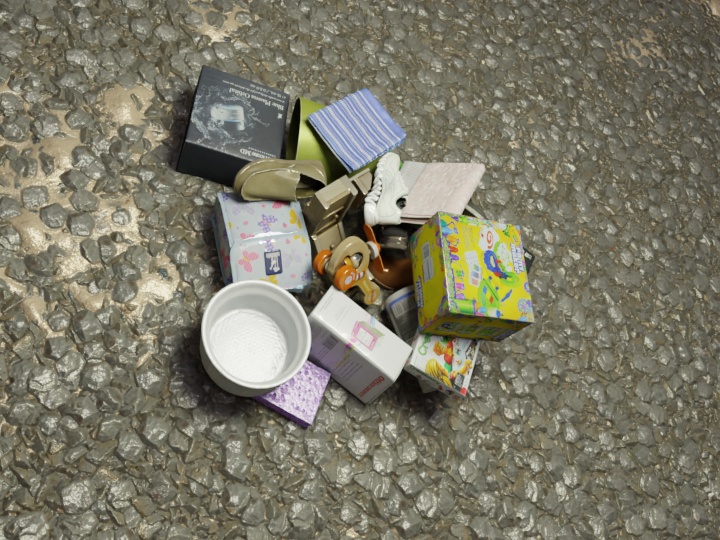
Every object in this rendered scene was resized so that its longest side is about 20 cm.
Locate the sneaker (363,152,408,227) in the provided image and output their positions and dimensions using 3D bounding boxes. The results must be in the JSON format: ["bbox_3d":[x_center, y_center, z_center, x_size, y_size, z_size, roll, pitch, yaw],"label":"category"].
[{"bbox_3d":[0.062,-0.160,1.486,0.079,0.076,0.202,4,48,13],"label":"sneaker"}]

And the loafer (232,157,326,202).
[{"bbox_3d":[-0.147,-0.171,1.422,0.197,0.077,0.068,-14,44,-28],"label":"loafer"}]

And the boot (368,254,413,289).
[{"bbox_3d":[0.120,-0.009,1.552,0.197,0.155,0.078,26,57,-10],"label":"boot"}]

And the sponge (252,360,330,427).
[{"bbox_3d":[-0.160,0.199,1.395,0.198,0.030,0.113,30,57,-8],"label":"sponge"}]

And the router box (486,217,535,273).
[{"bbox_3d":[0.287,-0.027,1.694,0.199,0.062,0.151,37,57,-4],"label":"router box"}]

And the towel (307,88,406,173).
[{"bbox_3d":[-0.002,-0.290,1.504,0.145,0.024,0.199,51,47,2],"label":"towel"}]

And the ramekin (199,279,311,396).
[{"bbox_3d":[-0.195,0.128,1.337,0.197,0.098,0.204,9,62,-18],"label":"ramekin"}]

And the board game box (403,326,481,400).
[{"bbox_3d":[0.169,0.133,1.438,0.125,0.035,0.202,30,55,-10],"label":"board game box"}]

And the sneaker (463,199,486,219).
[{"bbox_3d":[0.235,-0.167,1.676,0.106,0.076,0.199,-34,46,-19],"label":"sneaker"}]

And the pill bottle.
[{"bbox_3d":[0.132,0.137,1.510,0.112,0.114,0.203,-13,71,-29],"label":"pill bottle"}]

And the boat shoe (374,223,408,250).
[{"bbox_3d":[0.064,-0.092,1.554,0.073,0.200,0.075,4,105,-5],"label":"boat shoe"}]

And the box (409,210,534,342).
[{"bbox_3d":[0.210,0.015,1.419,0.189,0.122,0.204,8,63,-24],"label":"box"}]

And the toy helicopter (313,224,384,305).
[{"bbox_3d":[0.000,0.000,1.454,0.078,0.201,0.133,33,76,34],"label":"toy helicopter"}]

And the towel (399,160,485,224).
[{"bbox_3d":[0.142,-0.165,1.535,0.188,0.033,0.201,7,43,28],"label":"towel"}]

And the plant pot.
[{"bbox_3d":[-0.048,-0.254,1.565,0.196,0.188,0.190,7,62,-13],"label":"plant pot"}]

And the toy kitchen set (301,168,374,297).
[{"bbox_3d":[-0.006,-0.081,1.493,0.162,0.200,0.181,-33,81,-26],"label":"toy kitchen set"}]

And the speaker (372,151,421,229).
[{"bbox_3d":[0.088,-0.189,1.672,0.200,0.089,0.088,47,56,4],"label":"speaker"}]

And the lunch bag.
[{"bbox_3d":[-0.189,-0.050,1.448,0.167,0.127,0.203,-5,67,-23],"label":"lunch bag"}]

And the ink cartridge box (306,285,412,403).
[{"bbox_3d":[-0.020,0.146,1.416,0.199,0.145,0.085,39,54,-1],"label":"ink cartridge box"}]

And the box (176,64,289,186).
[{"bbox_3d":[-0.262,-0.288,1.543,0.193,0.118,0.203,15,61,-17],"label":"box"}]
